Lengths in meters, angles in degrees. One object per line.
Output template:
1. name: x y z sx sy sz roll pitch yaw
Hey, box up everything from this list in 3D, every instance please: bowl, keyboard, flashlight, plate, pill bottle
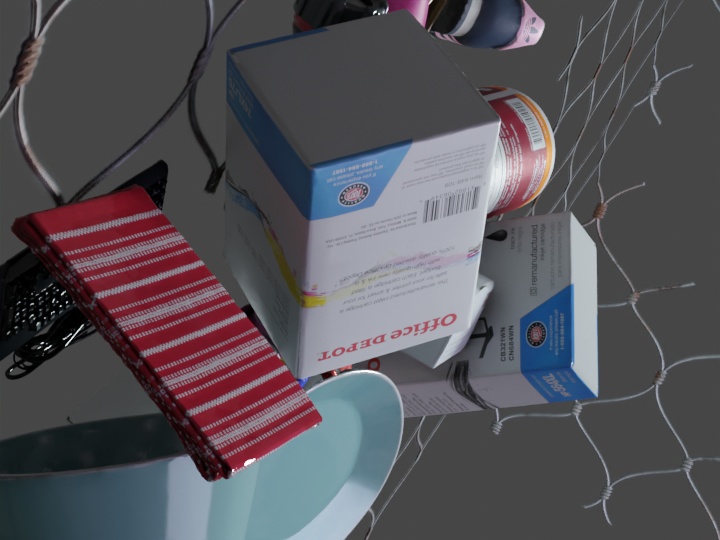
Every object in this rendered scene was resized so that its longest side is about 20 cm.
1. bowl: -0.151 0.157 1.136 0.201 0.200 0.105 -22 105 -71
2. keyboard: -0.174 0.007 1.158 0.200 0.040 0.104 -42 156 -55
3. flashlight: -0.047 -0.125 1.348 0.200 0.068 0.068 -63 178 23
4. plate: -0.045 0.157 1.371 0.200 0.026 0.200 -32 140 -32
5. pill bottle: 0.073 -0.090 1.514 0.200 0.113 0.113 -20 137 -54

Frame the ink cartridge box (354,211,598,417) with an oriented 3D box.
1. ink cartridge box: 0.100 0.041 1.553 0.084 0.200 0.146 43 43 -58

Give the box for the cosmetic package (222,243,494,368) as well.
1. cosmetic package: 0.000 0.000 1.466 0.074 0.200 0.102 -64 167 13

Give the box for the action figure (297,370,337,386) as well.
1. action figure: -0.042 0.111 1.661 0.200 0.099 0.065 -54 -160 24

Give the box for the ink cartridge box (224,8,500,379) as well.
1. ink cartridge box: -0.006 -0.054 1.285 0.146 0.146 0.200 -15 136 -21

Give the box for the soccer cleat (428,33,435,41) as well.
1. soccer cleat: 0.021 -0.126 1.606 0.078 0.069 0.200 -80 -166 -65

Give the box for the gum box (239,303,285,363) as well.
1. gum box: -0.112 0.102 1.536 0.114 0.066 0.200 -65 167 16

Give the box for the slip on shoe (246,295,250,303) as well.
1. slip on shoe: -0.050 0.002 1.581 0.200 0.074 0.061 -43 153 -71

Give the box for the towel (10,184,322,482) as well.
1. towel: -0.114 0.033 1.092 0.022 0.200 0.145 -42 173 23

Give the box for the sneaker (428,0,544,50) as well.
1. sneaker: 0.108 -0.226 1.584 0.200 0.082 0.070 -106 -145 -72

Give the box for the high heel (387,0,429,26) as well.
1. high heel: -0.009 -0.155 1.423 0.200 0.067 0.096 -54 -179 21

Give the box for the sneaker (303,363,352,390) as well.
1. sneaker: -0.052 0.132 1.840 0.098 0.071 0.201 -58 165 -22

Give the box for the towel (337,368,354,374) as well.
1. towel: -0.072 0.167 1.551 0.200 0.030 0.146 -46 -178 5

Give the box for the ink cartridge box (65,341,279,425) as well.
1. ink cartridge box: -0.118 0.139 1.366 0.145 0.084 0.200 -41 144 -17

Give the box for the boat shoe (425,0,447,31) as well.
1. boat shoe: 0.029 -0.190 1.498 0.200 0.064 0.071 -65 167 10
